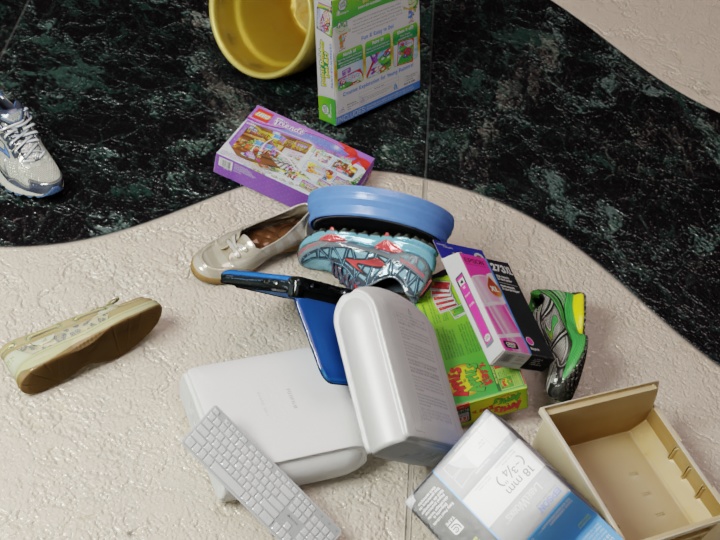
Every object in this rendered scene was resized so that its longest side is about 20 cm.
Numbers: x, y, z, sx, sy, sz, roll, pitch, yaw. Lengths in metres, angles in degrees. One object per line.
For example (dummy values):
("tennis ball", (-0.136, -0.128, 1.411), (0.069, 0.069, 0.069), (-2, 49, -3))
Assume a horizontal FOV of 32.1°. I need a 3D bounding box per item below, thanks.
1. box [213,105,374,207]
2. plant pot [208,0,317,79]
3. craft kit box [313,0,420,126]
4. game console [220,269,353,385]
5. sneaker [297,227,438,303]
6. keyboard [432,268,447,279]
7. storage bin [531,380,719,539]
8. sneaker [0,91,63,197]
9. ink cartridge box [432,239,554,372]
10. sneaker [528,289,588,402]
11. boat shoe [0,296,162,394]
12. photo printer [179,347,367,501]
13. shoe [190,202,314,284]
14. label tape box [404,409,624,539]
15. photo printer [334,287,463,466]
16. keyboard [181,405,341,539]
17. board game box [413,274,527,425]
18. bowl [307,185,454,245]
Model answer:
("box", (-0.094, -0.152, 1.806), (0.198, 0.039, 0.137), (25, 44, 8))
("plant pot", (-0.106, -0.414, 1.969), (0.200, 0.203, 0.188), (36, 32, 20))
("craft kit box", (0.014, -0.349, 1.925), (0.048, 0.200, 0.199), (27, 40, 35))
("game console", (-0.060, 0.074, 1.523), (0.168, 0.120, 0.199), (5, -6, 28))
("sneaker", (0.000, 0.000, 1.633), (0.197, 0.079, 0.097), (3, 71, 26))
("keyboard", (0.150, 0.079, 1.663), (0.103, 0.040, 0.201), (-24, 53, -10))
("storage bin", (0.329, 0.250, 1.492), (0.196, 0.094, 0.201), (-10, 49, -25))
("sneaker", (-0.467, -0.177, 1.680), (0.077, 0.086, 0.200), (-28, 60, -37))
("ink cartridge box", (0.166, 0.036, 1.571), (0.094, 0.037, 0.202), (11, 42, -39))
("sneaker", (0.252, 0.099, 1.646), (0.084, 0.079, 0.201), (9, 34, 1))
("boat shoe", (-0.326, 0.073, 1.479), (0.198, 0.074, 0.063), (-25, 60, -35))
("photo printer", (-0.094, 0.173, 1.454), (0.197, 0.070, 0.167), (-8, 48, -24))
("shoe", (-0.141, -0.041, 1.667), (0.198, 0.054, 0.070), (-24, 56, -35))
("label tape box", (0.169, 0.276, 1.382), (0.145, 0.063, 0.200), (-48, 63, 2))
("photo printer", (0.043, 0.119, 1.457), (0.166, 0.069, 0.203), (23, 47, -57))
("keyboard", (-0.106, 0.236, 1.357), (0.200, 0.011, 0.056), (46, 66, -7))
("board game box", (0.136, 0.095, 1.595), (0.100, 0.048, 0.202), (-15, 50, -2))
("bowl", (0.024, -0.062, 1.656), (0.197, 0.201, 0.040), (12, 78, -5))
